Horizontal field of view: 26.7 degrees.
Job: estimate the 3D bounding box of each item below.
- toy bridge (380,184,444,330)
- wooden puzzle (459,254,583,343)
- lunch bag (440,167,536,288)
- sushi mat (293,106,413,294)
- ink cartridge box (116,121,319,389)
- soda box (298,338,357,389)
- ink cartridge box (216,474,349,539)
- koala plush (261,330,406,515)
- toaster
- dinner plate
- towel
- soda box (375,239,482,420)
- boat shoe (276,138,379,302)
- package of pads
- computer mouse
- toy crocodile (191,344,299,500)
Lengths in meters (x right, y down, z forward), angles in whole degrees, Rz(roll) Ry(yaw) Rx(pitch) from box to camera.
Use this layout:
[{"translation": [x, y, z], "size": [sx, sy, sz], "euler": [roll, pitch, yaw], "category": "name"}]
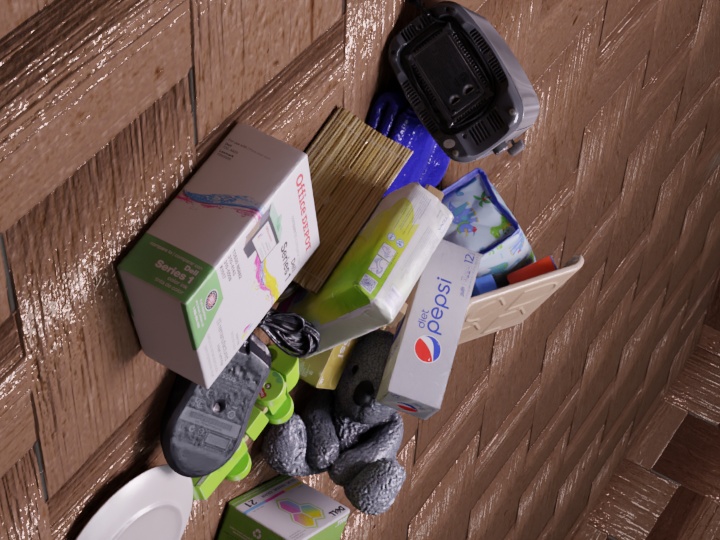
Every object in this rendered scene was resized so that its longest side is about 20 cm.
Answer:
[{"translation": [0.051, -0.009, 1.786], "size": [0.067, 0.027, 0.201], "euler": [-54, -168, 51], "category": "toy bridge"}, {"translation": [0.167, 0.042, 1.926], "size": [0.198, 0.047, 0.185], "euler": [-22, 166, -26], "category": "wooden puzzle"}, {"translation": [0.108, -0.018, 1.935], "size": [0.199, 0.128, 0.170], "euler": [-35, 158, 4], "category": "lunch bag"}, {"translation": [-0.035, -0.075, 1.573], "size": [0.201, 0.095, 0.012], "euler": [-55, 177, -23], "category": "sushi mat"}, {"translation": [-0.128, -0.015, 1.429], "size": [0.201, 0.083, 0.145], "euler": [-53, 156, -28], "category": "ink cartridge box"}, {"translation": [-0.025, 0.034, 1.754], "size": [0.202, 0.064, 0.068], "euler": [-65, 160, 2], "category": "soda box"}, {"translation": [-0.055, 0.339, 1.834], "size": [0.147, 0.199, 0.076], "euler": [-17, 130, -62], "category": "ink cartridge box"}, {"translation": [0.003, 0.159, 1.840], "size": [0.184, 0.176, 0.202], "euler": [-25, 137, -75], "category": "koala plush"}, {"translation": [0.115, -0.215, 1.687], "size": [0.113, 0.201, 0.129], "euler": [-36, 171, 19], "category": "toaster"}, {"translation": [-0.237, 0.290, 1.562], "size": [0.200, 0.024, 0.201], "euler": [-41, 149, -31], "category": "dinner plate"}, {"translation": [0.062, -0.146, 1.779], "size": [0.200, 0.049, 0.149], "euler": [-22, 133, -60], "category": "towel"}, {"translation": [0.080, 0.067, 1.775], "size": [0.063, 0.068, 0.202], "euler": [128, -21, -68], "category": "soda box"}, {"translation": [-0.050, -0.052, 1.616], "size": [0.201, 0.071, 0.076], "euler": [-52, 173, -15], "category": "boat shoe"}, {"translation": [0.000, 0.000, 1.597], "size": [0.199, 0.068, 0.155], "euler": [-24, -151, 56], "category": "package of pads"}, {"translation": [-0.140, 0.115, 1.553], "size": [0.138, 0.053, 0.201], "euler": [29, 91, -32], "category": "computer mouse"}, {"translation": [-0.130, 0.167, 1.674], "size": [0.201, 0.061, 0.068], "euler": [-52, 157, -17], "category": "toy crocodile"}]
